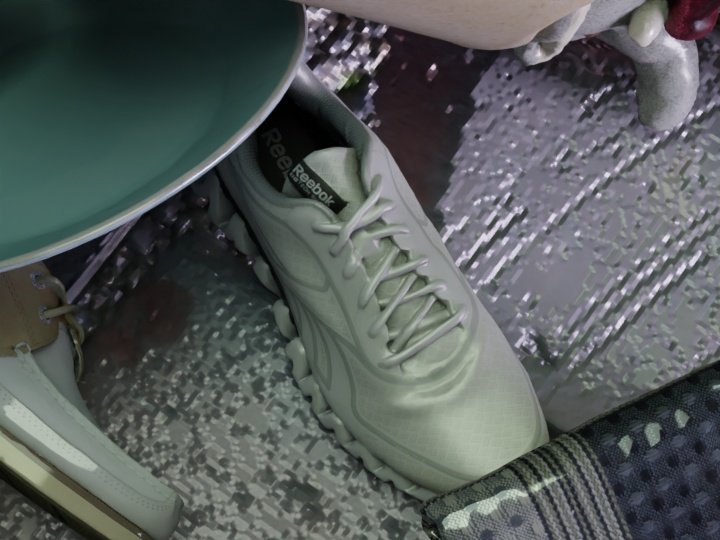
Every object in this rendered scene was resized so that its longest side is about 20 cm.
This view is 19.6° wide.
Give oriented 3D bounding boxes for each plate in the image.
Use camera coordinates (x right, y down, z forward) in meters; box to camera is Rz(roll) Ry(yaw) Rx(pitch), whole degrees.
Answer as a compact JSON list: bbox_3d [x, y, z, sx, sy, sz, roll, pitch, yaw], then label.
[{"bbox_3d":[-0.111,-0.052,0.724,0.200,0.026,0.200,-13,36,10],"label":"plate"}]

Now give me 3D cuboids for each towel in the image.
[{"bbox_3d":[0.136,0.129,0.704,0.192,0.035,0.200,-24,99,-14],"label":"towel"}]

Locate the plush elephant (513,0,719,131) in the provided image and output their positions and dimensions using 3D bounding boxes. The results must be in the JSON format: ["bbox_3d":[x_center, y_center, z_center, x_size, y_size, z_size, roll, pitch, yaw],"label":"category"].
[{"bbox_3d":[0.122,-0.124,0.784,0.200,0.155,0.165,44,25,-20],"label":"plush elephant"}]

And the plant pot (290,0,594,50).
[{"bbox_3d":[-0.002,-0.161,0.670,0.183,0.200,0.201,18,63,-38],"label":"plant pot"}]

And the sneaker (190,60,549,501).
[{"bbox_3d":[0.000,0.000,0.757,0.075,0.081,0.200,-32,75,-16],"label":"sneaker"}]

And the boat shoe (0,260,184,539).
[{"bbox_3d":[-0.133,0.024,0.741,0.200,0.075,0.068,38,75,13],"label":"boat shoe"}]
